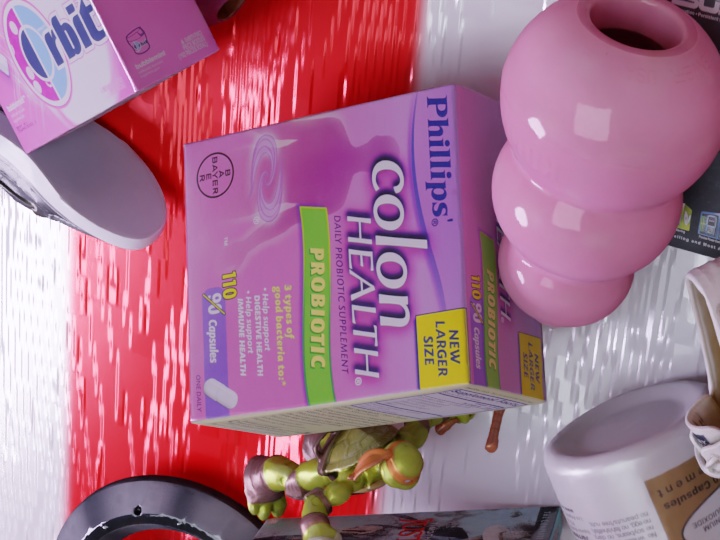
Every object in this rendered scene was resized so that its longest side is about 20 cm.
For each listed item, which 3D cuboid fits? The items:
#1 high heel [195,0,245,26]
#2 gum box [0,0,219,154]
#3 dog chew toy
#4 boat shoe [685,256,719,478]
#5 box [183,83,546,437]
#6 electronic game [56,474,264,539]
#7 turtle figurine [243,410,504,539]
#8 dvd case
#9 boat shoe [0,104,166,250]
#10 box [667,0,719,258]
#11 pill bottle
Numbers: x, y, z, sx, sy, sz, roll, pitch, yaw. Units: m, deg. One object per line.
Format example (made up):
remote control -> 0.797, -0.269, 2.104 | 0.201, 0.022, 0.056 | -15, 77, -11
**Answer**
high heel -> -0.041, -0.170, 1.298 | 0.199, 0.067, 0.096 | -33, 96, 27
gum box -> -0.179, -0.153, 1.333 | 0.200, 0.066, 0.114 | -17, 101, 59
dog chew toy -> 0.127, -0.053, 1.170 | 0.124, 0.125, 0.201 | 26, 129, 16
boat shoe -> 0.215, 0.086, 1.195 | 0.069, 0.071, 0.201 | -14, 111, -12
box -> 0.000, 0.000, 1.282 | 0.199, 0.096, 0.177 | -9, 76, 31
electronic game -> -0.131, 0.237, 1.533 | 0.198, 0.042, 0.201 | 8, 115, 17
turtle figurine -> -0.011, 0.128, 1.351 | 0.161, 0.200, 0.065 | -11, 117, 56
dvd case -> 0.021, 0.182, 1.334 | 0.198, 0.146, 0.022 | -3, 101, 12
boat shoe -> -0.218, -0.070, 1.436 | 0.199, 0.070, 0.066 | 32, 144, 7
box -> 0.244, -0.077, 1.187 | 0.199, 0.049, 0.162 | 18, 117, 23
pill bottle -> 0.197, 0.178, 1.284 | 0.114, 0.114, 0.201 | -16, 104, 33
